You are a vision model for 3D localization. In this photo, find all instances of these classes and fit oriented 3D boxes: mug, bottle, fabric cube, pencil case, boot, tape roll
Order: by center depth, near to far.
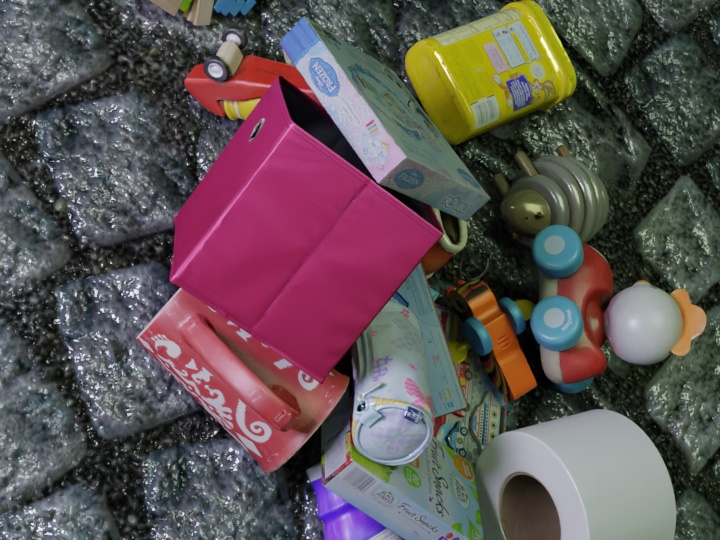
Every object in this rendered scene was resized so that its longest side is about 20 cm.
[{"bbox_3d":[-0.062,-0.047,1.390,0.199,0.200,0.196,35,14,-18],"label":"fabric cube"},{"bbox_3d":[-0.120,0.091,1.413,0.200,0.177,0.134,43,61,-5],"label":"mug"},{"bbox_3d":[0.028,0.117,1.449,0.090,0.083,0.201,26,29,-16],"label":"pencil case"},{"bbox_3d":[0.005,0.297,1.470,0.083,0.065,0.201,-24,85,-40],"label":"bottle"},{"bbox_3d":[0.241,0.270,1.543,0.138,0.202,0.204,-9,76,-34],"label":"tape roll"},{"bbox_3d":[0.081,-0.095,1.600,0.074,0.107,0.202,5,67,-30],"label":"boot"}]

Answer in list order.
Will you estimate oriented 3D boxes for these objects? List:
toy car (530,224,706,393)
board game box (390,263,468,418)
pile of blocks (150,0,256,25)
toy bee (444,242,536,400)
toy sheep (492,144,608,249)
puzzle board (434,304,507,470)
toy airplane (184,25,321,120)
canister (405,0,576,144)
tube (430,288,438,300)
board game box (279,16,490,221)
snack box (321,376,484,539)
[{"bbox_3d":[0.316,0.048,1.635,0.198,0.185,0.178,-2,65,15],"label":"toy car"},{"bbox_3d":[0.045,0.077,1.555,0.102,0.019,0.202,-18,91,3],"label":"board game box"},{"bbox_3d":[-0.185,-0.342,1.617,0.199,0.083,0.062,-8,32,-43],"label":"pile of blocks"},{"bbox_3d":[0.151,0.051,1.623,0.130,0.109,0.202,-8,106,-23],"label":"toy bee"},{"bbox_3d":[0.252,-0.088,1.736,0.199,0.138,0.139,-15,80,-40],"label":"toy sheep"},{"bbox_3d":[0.117,0.144,1.629,0.150,0.017,0.202,19,63,-24],"label":"puzzle board"},{"bbox_3d":[-0.081,-0.189,1.562,0.199,0.142,0.199,-20,50,-22],"label":"toy airplane"},{"bbox_3d":[0.170,-0.261,1.777,0.199,0.086,0.149,-25,85,-34],"label":"canister"},{"bbox_3d":[0.000,0.000,1.596,0.200,0.050,0.078,38,76,-16],"label":"tube"},{"bbox_3d":[0.028,-0.153,1.401,0.200,0.043,0.200,55,18,26],"label":"board game box"},{"bbox_3d":[0.045,0.222,1.480,0.200,0.053,0.143,38,26,-23],"label":"snack box"}]
